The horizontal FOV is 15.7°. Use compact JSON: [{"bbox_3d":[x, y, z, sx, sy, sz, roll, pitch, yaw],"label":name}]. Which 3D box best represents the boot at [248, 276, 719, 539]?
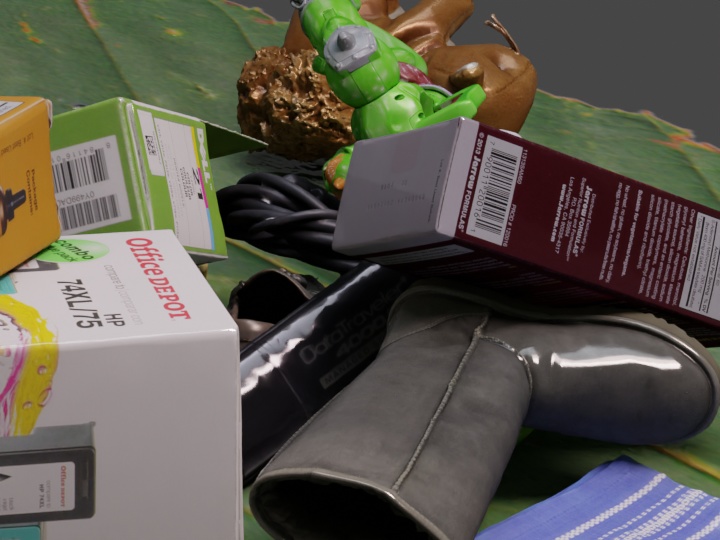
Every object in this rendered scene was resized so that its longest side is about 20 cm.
[{"bbox_3d":[0.063,0.077,1.188,0.182,0.073,0.200,9,22,12],"label":"boot"}]

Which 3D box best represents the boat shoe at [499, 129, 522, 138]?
[{"bbox_3d":[0.105,-0.020,1.433,0.067,0.074,0.200,15,-13,21],"label":"boat shoe"}]

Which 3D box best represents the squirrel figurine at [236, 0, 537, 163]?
[{"bbox_3d":[0.020,-0.121,1.832,0.200,0.142,0.187,-28,41,-31],"label":"squirrel figurine"}]

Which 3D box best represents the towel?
[{"bbox_3d":[0.154,0.134,1.158,0.200,0.024,0.145,15,23,38],"label":"towel"}]

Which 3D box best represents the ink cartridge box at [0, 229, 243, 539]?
[{"bbox_3d":[-0.162,0.076,1.121,0.200,0.146,0.147,-4,19,-15],"label":"ink cartridge box"}]

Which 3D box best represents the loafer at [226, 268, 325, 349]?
[{"bbox_3d":[-0.041,0.029,1.413,0.072,0.063,0.200,3,18,5],"label":"loafer"}]

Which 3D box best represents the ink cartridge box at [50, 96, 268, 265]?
[{"bbox_3d":[-0.137,-0.025,1.308,0.148,0.076,0.200,-14,-7,17],"label":"ink cartridge box"}]

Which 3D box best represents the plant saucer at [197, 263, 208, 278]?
[{"bbox_3d":[-0.170,0.021,1.392,0.200,0.049,0.200,-18,17,2],"label":"plant saucer"}]

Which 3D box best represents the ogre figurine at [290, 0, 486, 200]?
[{"bbox_3d":[0.024,-0.080,1.473,0.098,0.200,0.120,-12,10,2],"label":"ogre figurine"}]

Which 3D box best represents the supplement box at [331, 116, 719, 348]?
[{"bbox_3d":[0.100,-0.013,1.287,0.200,0.061,0.109,19,-13,-26],"label":"supplement box"}]

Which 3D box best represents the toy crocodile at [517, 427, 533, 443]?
[{"bbox_3d":[0.077,0.053,1.354,0.068,0.062,0.200,45,39,13],"label":"toy crocodile"}]

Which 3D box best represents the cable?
[{"bbox_3d":[0.000,0.000,1.435,0.163,0.051,0.200,35,3,22],"label":"cable"}]

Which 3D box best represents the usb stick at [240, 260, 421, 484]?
[{"bbox_3d":[-0.011,0.037,1.313,0.200,0.055,0.033,-36,5,-29],"label":"usb stick"}]

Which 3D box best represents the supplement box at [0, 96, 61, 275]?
[{"bbox_3d":[-0.193,-0.019,1.068,0.069,0.067,0.200,4,18,21],"label":"supplement box"}]
